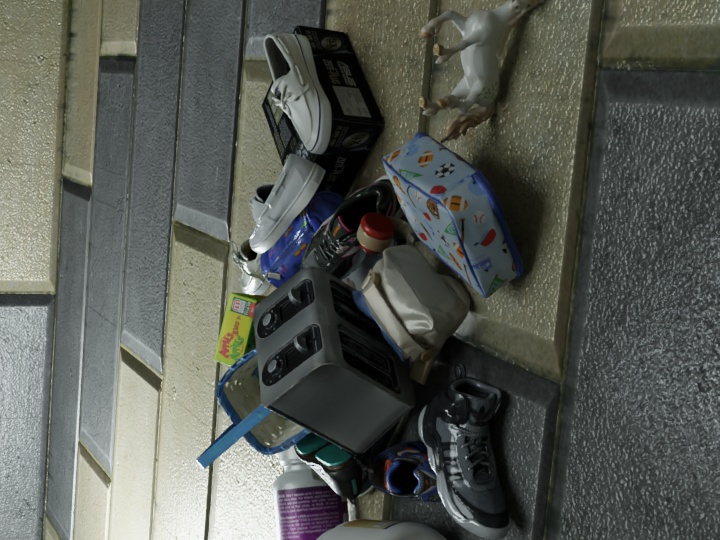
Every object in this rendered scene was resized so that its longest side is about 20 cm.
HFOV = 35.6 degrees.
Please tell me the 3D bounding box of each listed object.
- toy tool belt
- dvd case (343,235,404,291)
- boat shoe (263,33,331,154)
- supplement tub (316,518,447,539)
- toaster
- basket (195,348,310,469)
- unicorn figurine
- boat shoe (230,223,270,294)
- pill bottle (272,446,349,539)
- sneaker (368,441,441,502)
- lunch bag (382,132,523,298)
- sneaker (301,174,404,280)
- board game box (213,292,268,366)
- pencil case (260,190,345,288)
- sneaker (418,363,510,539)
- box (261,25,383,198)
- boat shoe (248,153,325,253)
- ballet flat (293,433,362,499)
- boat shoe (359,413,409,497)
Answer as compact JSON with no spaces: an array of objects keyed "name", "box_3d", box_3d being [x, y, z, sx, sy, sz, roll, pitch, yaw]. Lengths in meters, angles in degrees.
[{"name":"toy tool belt","box_3d":[0.043,0.037,1.417,0.201,0.123,0.124,52,135,32]},{"name":"dvd case","box_3d":[0.000,0.000,1.610,0.199,0.017,0.145,32,117,58]},{"name":"boat shoe","box_3d":[-0.092,-0.250,1.558,0.072,0.065,0.203,-46,50,50]},{"name":"supplement tub","box_3d":[0.022,0.393,1.429,0.199,0.142,0.148,-19,73,60]},{"name":"toaster","box_3d":[-0.031,0.120,1.420,0.118,0.199,0.183,-41,35,24]},{"name":"basket","box_3d":[-0.128,0.180,1.525,0.176,0.200,0.140,-39,96,30]},{"name":"unicorn figurine","box_3d":[0.136,-0.250,1.277,0.074,0.135,0.202,55,151,33]},{"name":"boat shoe","box_3d":[-0.181,-0.028,1.877,0.203,0.085,0.076,-56,43,45]},{"name":"pill bottle","box_3d":[-0.071,0.354,1.636,0.112,0.110,0.204,-25,68,59]},{"name":"sneaker","box_3d":[0.059,0.257,1.431,0.199,0.077,0.077,-18,73,60]},{"name":"lunch bag","box_3d":[0.107,-0.065,1.305,0.161,0.075,0.200,61,173,-36]},{"name":"sneaker","box_3d":[-0.021,-0.056,1.504,0.080,0.086,0.201,47,116,14]},{"name":"board game box","box_3d":[-0.153,0.092,1.711,0.047,0.200,0.104,14,91,17]},{"name":"pencil case","box_3d":[-0.085,-0.040,1.660,0.078,0.087,0.200,50,142,2]},{"name":"sneaker","box_3d":[0.131,0.204,1.300,0.202,0.074,0.115,-115,35,-43]},{"name":"box","box_3d":[-0.060,-0.230,1.656,0.165,0.085,0.202,-59,41,41]},{"name":"boat shoe","box_3d":[-0.122,-0.096,1.596,0.200,0.068,0.073,-43,18,53]},{"name":"ballet flat","box_3d":[-0.045,0.261,1.533,0.200,0.067,0.069,-146,35,-70]},{"name":"boat shoe","box_3d":[0.008,0.236,1.545,0.075,0.061,0.202,60,141,40]}]
